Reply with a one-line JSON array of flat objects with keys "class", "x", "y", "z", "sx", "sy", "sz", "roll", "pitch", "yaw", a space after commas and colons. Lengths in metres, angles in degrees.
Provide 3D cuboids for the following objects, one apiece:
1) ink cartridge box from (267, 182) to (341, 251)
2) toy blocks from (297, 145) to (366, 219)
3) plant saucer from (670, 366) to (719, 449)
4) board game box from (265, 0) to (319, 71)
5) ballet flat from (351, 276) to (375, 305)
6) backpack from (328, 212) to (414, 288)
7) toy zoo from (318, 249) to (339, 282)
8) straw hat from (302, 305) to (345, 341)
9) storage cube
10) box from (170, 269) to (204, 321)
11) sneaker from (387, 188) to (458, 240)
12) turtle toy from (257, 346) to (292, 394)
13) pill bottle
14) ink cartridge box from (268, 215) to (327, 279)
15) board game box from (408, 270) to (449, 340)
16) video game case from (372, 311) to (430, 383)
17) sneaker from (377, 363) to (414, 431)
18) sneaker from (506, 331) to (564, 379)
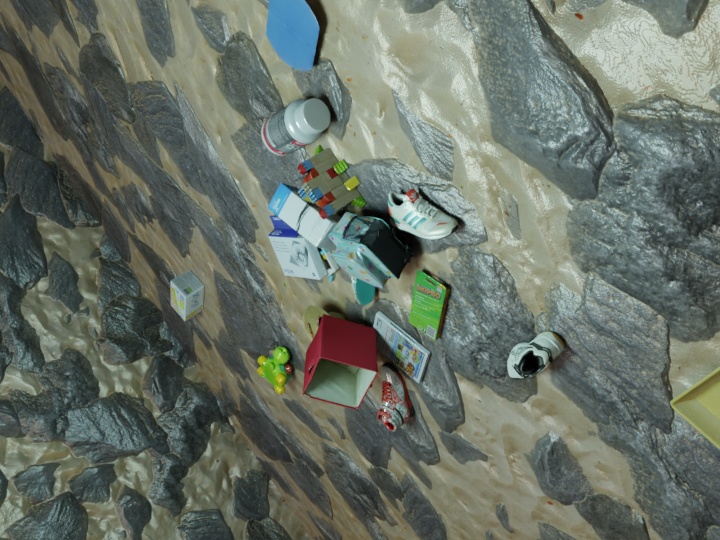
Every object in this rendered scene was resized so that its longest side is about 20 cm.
[{"class": "ink cartridge box", "x": -0.132, "y": -0.143, "z": 1.705, "sx": 0.199, "sy": 0.144, "sz": 0.085, "roll": 38, "pitch": 103, "yaw": 24}, {"class": "toy blocks", "x": -0.097, "y": -0.218, "z": 1.616, "sx": 0.201, "sy": 0.136, "sz": 0.100, "roll": 56, "pitch": 146, "yaw": 0}, {"class": "plant saucer", "x": 0.698, "y": 0.254, "z": 1.113, "sx": 0.200, "sy": 0.048, "sz": 0.201, "roll": 43, "pitch": 144, "yaw": 17}, {"class": "board game box", "x": -0.150, "y": -0.574, "z": 1.473, "sx": 0.158, "sy": 0.039, "sz": 0.201, "roll": 41, "pitch": 149, "yaw": 12}, {"class": "ballet flat", "x": 0.000, "y": 0.000, "z": 1.762, "sx": 0.071, "sy": 0.071, "sz": 0.202, "roll": 19, "pitch": 130, "yaw": 41}, {"class": "backpack", "x": 0.012, "y": -0.057, "z": 1.586, "sx": 0.175, "sy": 0.154, "sz": 0.200, "roll": 39, "pitch": 177, "yaw": -37}, {"class": "toy zoo", "x": -0.136, "y": -0.053, "z": 1.910, "sx": 0.131, "sy": 0.020, "sz": 0.202, "roll": -13, "pitch": 107, "yaw": 55}, {"class": "straw hat", "x": -0.092, "y": 0.174, "z": 1.991, "sx": 0.200, "sy": 0.085, "sz": 0.203, "roll": 31, "pitch": 138, "yaw": 32}, {"class": "storage cube", "x": -0.058, "y": 0.267, "z": 1.826, "sx": 0.198, "sy": 0.181, "sz": 0.172, "roll": 16, "pitch": 126, "yaw": -13}, {"class": "box", "x": -0.765, "y": 0.113, "z": 2.757, "sx": 0.112, "sy": 0.101, "sz": 0.201, "roll": 43, "pitch": 144, "yaw": 17}, {"class": "sneaker", "x": 0.137, "y": -0.137, "z": 1.455, "sx": 0.199, "sy": 0.070, "sz": 0.094, "roll": 21, "pitch": 140, "yaw": 44}, {"class": "turtle toy", "x": -0.322, "y": 0.377, "z": 2.433, "sx": 0.145, "sy": 0.101, "sz": 0.201, "roll": 40, "pitch": 143, "yaw": 22}, {"class": "pill bottle", "x": -0.163, "y": -0.369, "z": 1.593, "sx": 0.199, "sy": 0.110, "sz": 0.112, "roll": -9, "pitch": 111, "yaw": 54}, {"class": "ink cartridge box", "x": -0.204, "y": -0.072, "z": 1.922, "sx": 0.198, "sy": 0.040, "sz": 0.202, "roll": 5, "pitch": 122, "yaw": 50}, {"class": "board game box", "x": 0.179, "y": 0.088, "z": 1.635, "sx": 0.095, "sy": 0.030, "sz": 0.201, "roll": 34, "pitch": 143, "yaw": 28}, {"class": "video game case", "x": 0.114, "y": 0.226, "z": 1.841, "sx": 0.199, "sy": 0.018, "sz": 0.144, "roll": 38, "pitch": 142, "yaw": 24}, {"class": "sneaker", "x": 0.091, "y": 0.398, "z": 1.934, "sx": 0.067, "sy": 0.108, "sz": 0.203, "roll": -1, "pitch": 117, "yaw": 51}, {"class": "sneaker", "x": 0.380, "y": 0.209, "z": 1.435, "sx": 0.076, "sy": 0.087, "sz": 0.201, "roll": 45, "pitch": 146, "yaw": 11}]
